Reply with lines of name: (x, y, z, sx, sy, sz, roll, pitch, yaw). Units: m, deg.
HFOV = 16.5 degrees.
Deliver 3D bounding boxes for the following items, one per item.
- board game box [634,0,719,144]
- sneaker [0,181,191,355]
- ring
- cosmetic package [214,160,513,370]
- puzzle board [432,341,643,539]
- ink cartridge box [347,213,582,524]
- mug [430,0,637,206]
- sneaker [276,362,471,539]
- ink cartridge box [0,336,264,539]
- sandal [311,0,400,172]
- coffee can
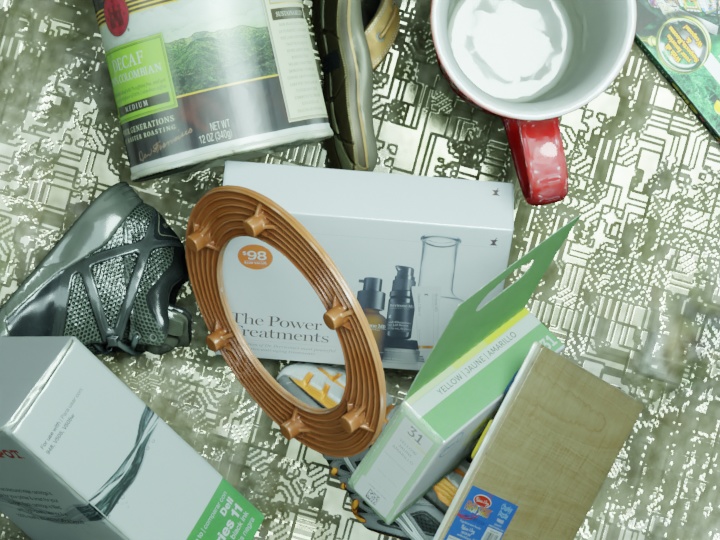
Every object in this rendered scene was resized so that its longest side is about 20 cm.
board game box: (0.252, -0.179, 1.784, 0.105, 0.023, 0.200, -39, 91, -3)
sneaker: (-0.193, 0.046, 1.745, 0.114, 0.076, 0.200, 41, 84, 5)
ring: (-0.056, 0.038, 1.646, 0.019, 0.200, 0.201, -32, 91, -29)
cosmetic package: (0.000, 0.000, 1.719, 0.198, 0.052, 0.151, 4, 135, -1)
puzzle board: (0.122, 0.136, 1.708, 0.017, 0.200, 0.151, 28, 90, 30)
ink cartridge box: (0.081, 0.067, 1.647, 0.048, 0.200, 0.145, 44, 47, 11)
mug: (0.100, -0.144, 1.691, 0.133, 0.200, 0.179, 20, 90, -2)
sneaker: (0.014, 0.142, 1.756, 0.200, 0.078, 0.077, 40, 109, 5)
ink cartridge box: (-0.185, 0.135, 1.670, 0.200, 0.146, 0.083, 46, 63, -28)
sandal: (0.002, -0.164, 1.754, 0.054, 0.080, 0.202, -5, 92, -17)
coffee can: (-0.109, -0.175, 1.712, 0.145, 0.146, 0.202, -13, 91, -2)
